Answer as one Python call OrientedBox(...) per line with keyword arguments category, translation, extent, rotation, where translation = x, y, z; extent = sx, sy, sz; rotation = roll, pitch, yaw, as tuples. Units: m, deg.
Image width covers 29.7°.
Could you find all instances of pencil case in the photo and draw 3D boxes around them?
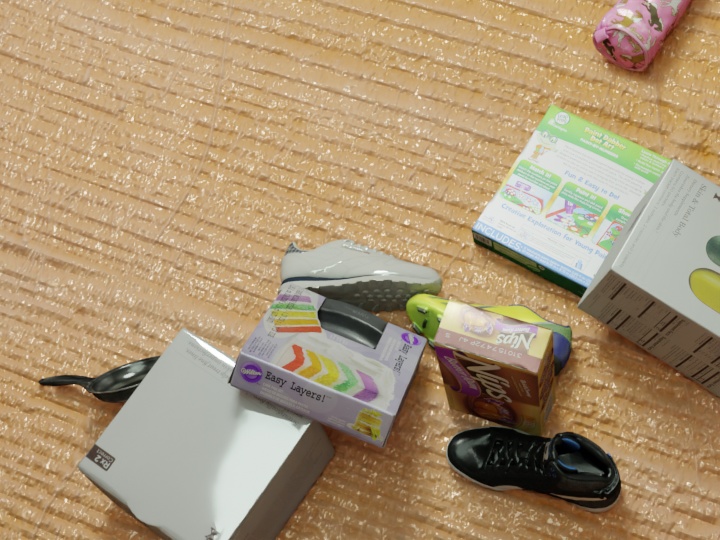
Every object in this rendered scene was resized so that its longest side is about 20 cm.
OrientedBox(category="pencil case", translation=(0.371, -0.348, 1.714), extent=(0.086, 0.083, 0.201), rotation=(26, 73, 18))

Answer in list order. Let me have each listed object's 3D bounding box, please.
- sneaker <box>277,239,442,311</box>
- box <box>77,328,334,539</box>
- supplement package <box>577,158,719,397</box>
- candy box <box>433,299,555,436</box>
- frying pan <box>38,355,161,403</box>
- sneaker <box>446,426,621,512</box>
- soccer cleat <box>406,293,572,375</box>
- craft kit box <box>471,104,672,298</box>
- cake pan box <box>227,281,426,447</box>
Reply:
OrientedBox(category="sneaker", translation=(0.000, 0.000, 1.622), extent=(0.198, 0.077, 0.081), rotation=(2, 56, 8))
OrientedBox(category="box", translation=(-0.168, 0.211, 1.515), extent=(0.198, 0.131, 0.201), rotation=(31, 74, 20))
OrientedBox(category="supplement package", translation=(0.372, 0.013, 1.484), extent=(0.199, 0.151, 0.152), rotation=(32, 73, 5))
OrientedBox(category="candy box", translation=(0.149, 0.109, 1.473), extent=(0.116, 0.200, 0.057), rotation=(17, 69, 16))
OrientedBox(category="frying pan", translation=(-0.300, 0.136, 1.596), extent=(0.188, 0.115, 0.031), rotation=(-15, 102, 5))
OrientedBox(category="sneaker", translation=(0.187, 0.198, 1.474), extent=(0.198, 0.112, 0.074), rotation=(12, 67, 14))
OrientedBox(category="soccer cleat", translation=(0.150, 0.066, 1.577), extent=(0.199, 0.065, 0.084), rotation=(19, 51, 18))
OrientedBox(category="craft kit box", translation=(0.266, -0.076, 1.628), extent=(0.199, 0.049, 0.198), rotation=(29, 75, 20))
OrientedBox(category="cake pan box", translation=(-0.030, 0.100, 1.512), extent=(0.183, 0.053, 0.200), rotation=(24, 26, 5))
